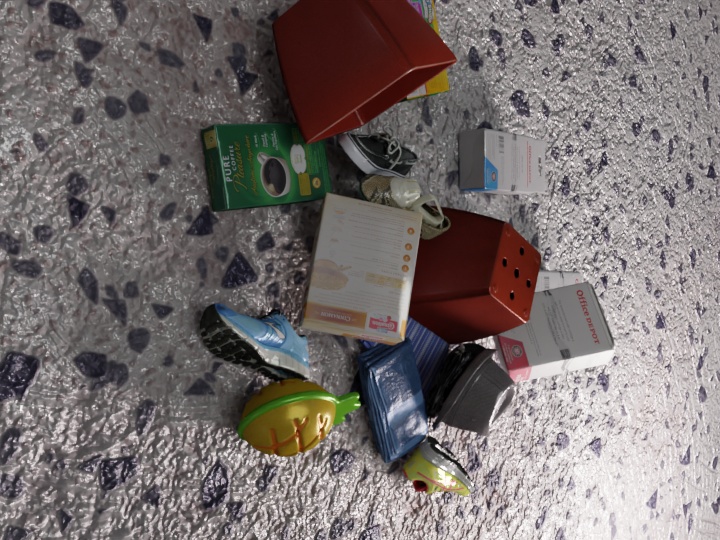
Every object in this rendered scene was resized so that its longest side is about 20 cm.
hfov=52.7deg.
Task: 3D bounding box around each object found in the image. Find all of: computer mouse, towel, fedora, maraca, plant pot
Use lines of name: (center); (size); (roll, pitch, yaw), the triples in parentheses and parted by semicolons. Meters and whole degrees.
computer mouse: (0.174, 0.175, 1.327); (0.139, 0.053, 0.200); (-62, 160, 18)
towel: (0.082, 0.130, 1.301); (0.200, 0.024, 0.145); (52, 56, -32)
fedora: (0.215, 0.234, 1.299); (0.177, 0.090, 0.200); (-40, 156, -38)
maraca: (-0.088, 0.216, 1.074); (0.200, 0.137, 0.107); (4, 53, -42)
plant pot: (-0.009, -0.325, 1.070); (0.176, 0.200, 0.200); (60, 31, -3)
towel: (0.062, 0.219, 1.240); (0.112, 0.049, 0.200); (-26, 113, -32)
plant pot: (0.204, 0.007, 1.290); (0.200, 0.176, 0.200); (35, 63, -40)

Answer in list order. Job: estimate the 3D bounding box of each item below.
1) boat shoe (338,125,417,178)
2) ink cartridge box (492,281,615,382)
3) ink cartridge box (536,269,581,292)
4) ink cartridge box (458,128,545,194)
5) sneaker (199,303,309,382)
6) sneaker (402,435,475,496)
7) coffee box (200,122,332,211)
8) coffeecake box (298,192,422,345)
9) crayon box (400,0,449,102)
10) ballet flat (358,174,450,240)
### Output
boat shoe: (0.036, -0.192, 1.177); (0.199, 0.068, 0.074); (17, 38, -58)
ink cartridge box: (0.352, 0.116, 1.361); (0.085, 0.200, 0.146); (74, 4, -61)
ink cartridge box: (0.376, 0.071, 1.524); (0.200, 0.083, 0.146); (2, 88, -43)
ink cartridge box: (0.285, -0.211, 1.450); (0.200, 0.067, 0.116); (0, 90, -42)
sneaker: (-0.151, 0.093, 1.063); (0.200, 0.078, 0.090); (38, 49, -41)
sneaker: (0.138, 0.372, 1.326); (0.090, 0.078, 0.200); (-41, 132, 2)
coffee box: (-0.135, -0.156, 1.079); (0.200, 0.044, 0.123); (-13, 97, -42)
coffeecake box: (0.000, 0.000, 1.107); (0.153, 0.073, 0.200); (12, 76, -8)
crayon box: (0.081, -0.400, 1.268); (0.119, 0.058, 0.200); (-23, 105, -41)
ballet flat: (0.083, -0.110, 1.179); (0.200, 0.075, 0.068); (30, 51, -46)
